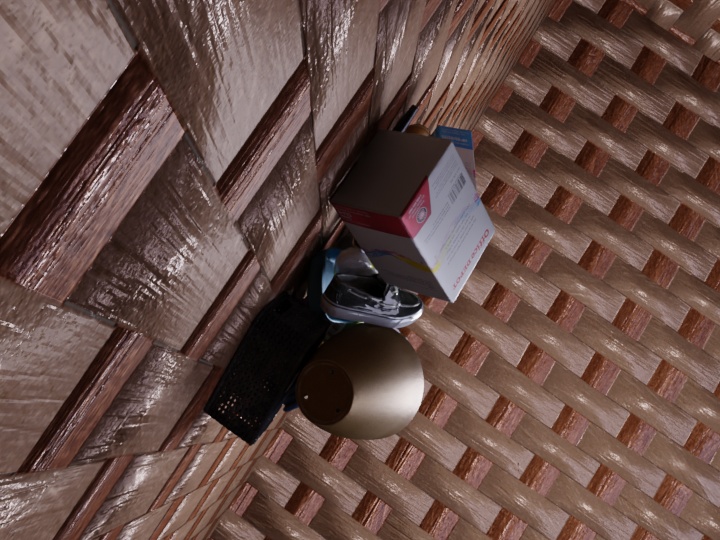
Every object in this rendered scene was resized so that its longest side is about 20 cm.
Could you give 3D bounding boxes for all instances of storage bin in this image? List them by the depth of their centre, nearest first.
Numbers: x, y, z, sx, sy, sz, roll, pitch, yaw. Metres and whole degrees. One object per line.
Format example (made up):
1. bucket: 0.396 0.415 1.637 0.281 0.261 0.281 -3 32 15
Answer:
1. storage bin: -0.142 0.150 1.291 0.202 0.093 0.135 -58 175 19

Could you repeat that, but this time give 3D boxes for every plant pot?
1. plant pot: -0.016 0.175 1.271 0.188 0.185 0.200 -57 163 9

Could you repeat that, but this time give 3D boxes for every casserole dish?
1. casserole dish: -0.046 0.027 1.416 0.200 0.038 0.124 15 75 -71

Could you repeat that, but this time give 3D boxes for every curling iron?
1. curling iron: 0.037 -0.172 1.332 0.202 0.049 0.026 -61 -174 9

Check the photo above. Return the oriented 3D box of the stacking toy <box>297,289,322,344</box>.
1. stacking toy: -0.097 0.092 1.442 0.110 0.114 0.203 118 -6 -75

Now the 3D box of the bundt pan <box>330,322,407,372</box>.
1. bundt pan: 0.000 0.187 1.498 0.199 0.075 0.206 -13 111 -39

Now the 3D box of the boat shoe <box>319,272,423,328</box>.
1. boat shoe: 0.030 0.043 1.335 0.197 0.072 0.072 3 127 -38

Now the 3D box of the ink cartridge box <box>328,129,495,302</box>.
1. ink cartridge box: 0.081 -0.079 1.228 0.146 0.143 0.201 -55 135 -21

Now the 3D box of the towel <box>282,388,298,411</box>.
1. towel: -0.052 0.217 1.579 0.198 0.049 0.111 -6 164 -41

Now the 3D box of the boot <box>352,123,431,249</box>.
1. boot: 0.052 -0.134 1.393 0.202 0.070 0.145 -51 -161 37

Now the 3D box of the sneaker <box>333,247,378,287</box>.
1. sneaker: 0.000 0.000 1.420 0.074 0.106 0.201 -19 143 8

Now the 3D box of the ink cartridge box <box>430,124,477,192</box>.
1. ink cartridge box: 0.142 -0.125 1.407 0.115 0.067 0.204 128 -36 -59

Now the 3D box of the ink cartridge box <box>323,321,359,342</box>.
1. ink cartridge box: 0.009 0.084 1.612 0.149 0.076 0.199 -52 158 8

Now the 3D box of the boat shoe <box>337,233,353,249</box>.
1. boat shoe: 0.001 -0.018 1.623 0.089 0.072 0.201 -7 159 -22
